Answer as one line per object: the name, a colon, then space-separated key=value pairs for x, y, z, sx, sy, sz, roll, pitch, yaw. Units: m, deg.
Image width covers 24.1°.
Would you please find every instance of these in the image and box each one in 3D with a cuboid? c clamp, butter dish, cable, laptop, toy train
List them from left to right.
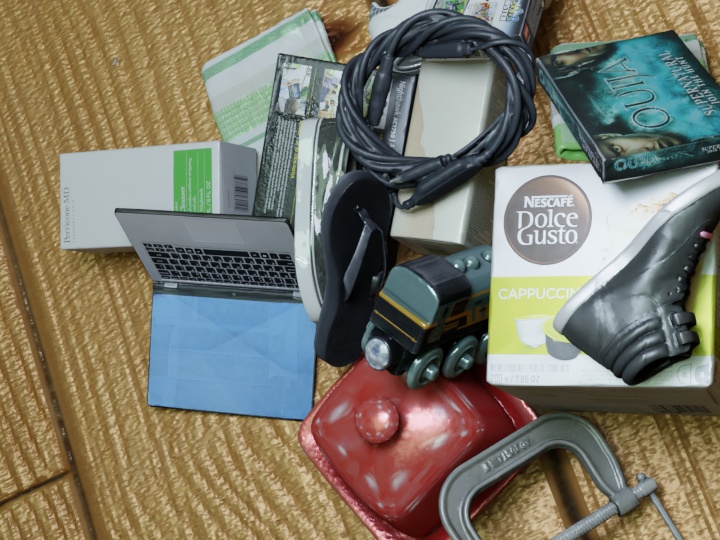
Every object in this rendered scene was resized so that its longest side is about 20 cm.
laptop: x=-0.146 y=0.044 z=1.690 sx=0.186 sy=0.200 sz=0.116 roll=3 pitch=57 yaw=18
butter dish: x=0.037 y=0.149 z=1.597 sx=0.200 sy=0.148 sz=0.200 roll=-46 pitch=68 yaw=7
cable: x=0.074 y=-0.163 z=1.585 sx=0.199 sy=0.051 sz=0.164 roll=-33 pitch=80 yaw=23
toy train: x=0.082 y=0.036 z=1.548 sx=0.085 sy=0.199 sz=0.114 roll=38 pitch=122 yaw=27
c clamp: x=0.179 y=0.220 z=1.539 sx=0.199 sy=0.027 sz=0.172 roll=-24 pitch=77 yaw=-11

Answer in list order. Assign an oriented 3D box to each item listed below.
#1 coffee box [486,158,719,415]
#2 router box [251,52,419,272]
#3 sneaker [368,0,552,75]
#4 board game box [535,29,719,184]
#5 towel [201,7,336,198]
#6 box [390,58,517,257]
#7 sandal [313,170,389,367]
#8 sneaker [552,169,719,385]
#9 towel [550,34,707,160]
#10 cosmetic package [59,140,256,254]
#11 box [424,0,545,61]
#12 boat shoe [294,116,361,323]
coffee box: x=0.236 y=0.019 z=1.515 sx=0.198 sy=0.200 sz=0.199 roll=0 pitch=79 yaw=21
router box: x=-0.025 y=-0.108 z=1.700 sx=0.148 sy=0.051 sz=0.201 roll=11 pitch=94 yaw=15
sneaker: x=0.099 y=-0.270 z=1.704 sx=0.199 sy=0.076 sz=0.081 roll=-19 pitch=62 yaw=15
board game box: x=0.244 y=-0.146 z=1.473 sx=0.134 sy=0.028 sz=0.200 roll=-12 pitch=34 yaw=-6
towel: x=-0.076 y=-0.157 z=1.775 sx=0.149 sy=0.031 sz=0.201 roll=-26 pitch=73 yaw=17
box: x=0.095 y=-0.117 z=1.659 sx=0.077 sy=0.095 sz=0.201 roll=7 pitch=80 yaw=23
sandal: x=0.000 y=0.000 z=1.606 sx=0.043 sy=0.076 sz=0.201 roll=28 pitch=123 yaw=42
sneaker: x=0.258 y=0.011 z=1.365 sx=0.200 sy=0.071 sz=0.099 roll=-46 pitch=69 yaw=12
towel: x=0.249 y=-0.157 z=1.555 sx=0.148 sy=0.031 sz=0.200 roll=-4 pitch=34 yaw=8
cosmetic package: x=-0.211 y=-0.074 z=1.766 sx=0.199 sy=0.085 sz=0.108 roll=-4 pitch=87 yaw=25
box: x=0.131 y=-0.292 z=1.639 sx=0.109 sy=0.035 sz=0.201 roll=3 pitch=58 yaw=26
boat shoe: x=-0.025 y=-0.049 z=1.638 sx=0.063 sy=0.071 sz=0.202 roll=0 pitch=91 yaw=17
